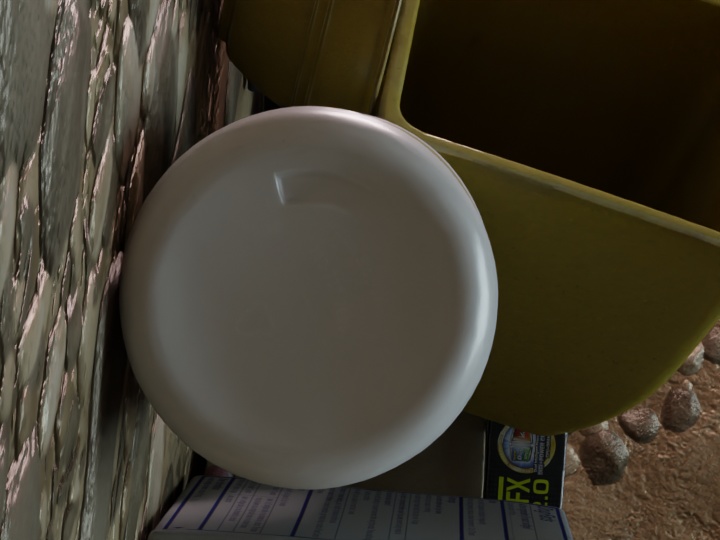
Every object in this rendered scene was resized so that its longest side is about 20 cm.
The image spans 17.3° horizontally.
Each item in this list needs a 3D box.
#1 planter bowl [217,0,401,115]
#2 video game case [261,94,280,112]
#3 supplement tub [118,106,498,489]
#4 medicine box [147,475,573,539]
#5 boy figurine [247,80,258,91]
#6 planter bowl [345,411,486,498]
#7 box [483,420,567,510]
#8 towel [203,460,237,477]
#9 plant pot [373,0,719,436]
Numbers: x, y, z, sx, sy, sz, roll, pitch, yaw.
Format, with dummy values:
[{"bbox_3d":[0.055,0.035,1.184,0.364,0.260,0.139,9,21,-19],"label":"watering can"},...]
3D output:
[{"bbox_3d":[-0.020,-0.147,1.157,0.200,0.083,0.202,-166,-90,-88],"label":"planter bowl"},{"bbox_3d":[-0.052,-0.077,1.557,0.143,0.019,0.201,-83,177,-51],"label":"video game case"},{"bbox_3d":[-0.016,0.006,0.970,0.200,0.143,0.145,-52,147,-86],"label":"supplement tub"},{"bbox_3d":[0.002,0.166,1.126,0.182,0.199,0.104,-49,144,-86],"label":"medicine box"},{"bbox_3d":[0.035,-0.122,1.360,0.125,0.199,0.065,-75,171,-59],"label":"boy figurine"},{"bbox_3d":[-0.002,0.166,1.320,0.200,0.134,0.202,3,90,-88],"label":"planter bowl"},{"bbox_3d":[0.091,0.129,1.371,0.200,0.044,0.161,-77,169,-78],"label":"box"},{"bbox_3d":[-0.074,0.099,1.336,0.144,0.023,0.201,92,3,-51],"label":"towel"},{"bbox_3d":[0.081,-0.031,1.208,0.195,0.194,0.201,-79,-171,-48],"label":"plant pot"}]
